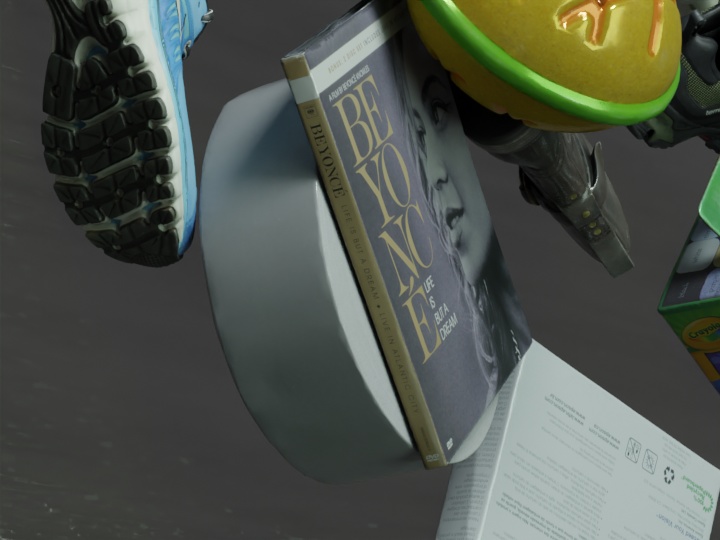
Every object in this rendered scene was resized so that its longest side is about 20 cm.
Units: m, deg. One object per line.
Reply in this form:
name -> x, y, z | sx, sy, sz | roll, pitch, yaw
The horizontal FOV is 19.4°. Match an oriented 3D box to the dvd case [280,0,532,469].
dvd case -> 0.028, -0.028, 0.999 | 0.149, 0.016, 0.201 | -46, 119, -61

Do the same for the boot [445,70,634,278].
boot -> 0.079, -0.101, 1.160 | 0.174, 0.069, 0.201 | 41, 24, -57

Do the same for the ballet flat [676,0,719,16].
ballet flat -> 0.230, -0.191, 1.342 | 0.199, 0.071, 0.072 | -8, 88, -46

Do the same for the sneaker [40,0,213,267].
sneaker -> -0.096, -0.103, 0.975 | 0.090, 0.078, 0.202 | -8, 92, -54

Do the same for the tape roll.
tape roll -> 0.000, 0.000, 1.023 | 0.200, 0.066, 0.202 | 41, 42, -52

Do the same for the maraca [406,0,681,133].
maraca -> 0.069, -0.142, 1.004 | 0.199, 0.107, 0.137 | 35, 37, -2

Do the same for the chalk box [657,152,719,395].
chalk box -> 0.278, 0.011, 1.310 | 0.200, 0.123, 0.125 | 51, 50, -27

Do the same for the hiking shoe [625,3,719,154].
hiking shoe -> 0.242, -0.122, 1.302 | 0.199, 0.101, 0.076 | -7, 64, -46

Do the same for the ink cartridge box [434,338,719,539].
ink cartridge box -> 0.118, 0.167, 1.175 | 0.199, 0.040, 0.201 | 35, 60, -37
